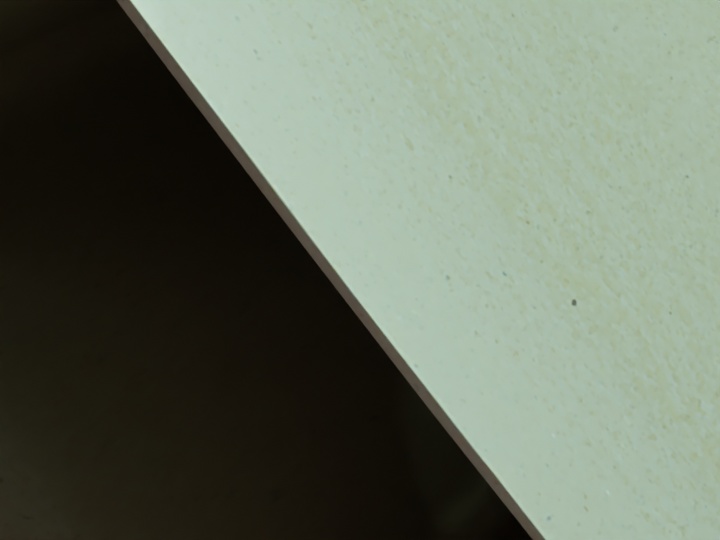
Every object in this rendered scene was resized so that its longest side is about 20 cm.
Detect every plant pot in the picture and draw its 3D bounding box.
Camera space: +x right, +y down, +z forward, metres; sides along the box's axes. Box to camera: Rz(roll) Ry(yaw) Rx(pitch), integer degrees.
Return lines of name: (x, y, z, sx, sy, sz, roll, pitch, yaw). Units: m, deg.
plant pot: (0.000, -0.012, 0.582, 0.177, 0.200, 0.200, -39, 2, -37)
